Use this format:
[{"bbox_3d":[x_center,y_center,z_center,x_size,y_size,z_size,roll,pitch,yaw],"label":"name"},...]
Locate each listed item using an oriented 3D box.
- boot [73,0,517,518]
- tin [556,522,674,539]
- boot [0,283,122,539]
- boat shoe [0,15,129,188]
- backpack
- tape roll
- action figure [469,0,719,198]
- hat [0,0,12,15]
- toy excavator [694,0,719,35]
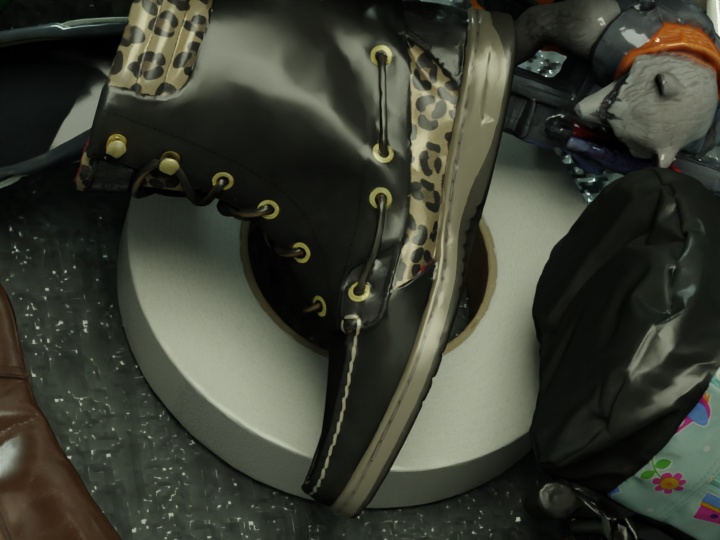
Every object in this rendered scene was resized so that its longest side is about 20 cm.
[{"bbox_3d":[-0.034,-0.020,1.093,0.150,0.073,0.200,16,89,-6],"label":"boot"},{"bbox_3d":[0.075,0.162,1.109,0.200,0.042,0.112,-16,69,-22],"label":"tin"},{"bbox_3d":[-0.185,0.091,1.078,0.186,0.064,0.200,-19,70,-20],"label":"boot"},{"bbox_3d":[-0.160,-0.057,1.145,0.200,0.062,0.075,-11,81,-3],"label":"boat shoe"},{"bbox_3d":[0.169,0.058,1.104,0.200,0.127,0.167,30,39,-15],"label":"backpack"},{"bbox_3d":[0.000,0.000,1.187,0.202,0.037,0.203,6,58,-9],"label":"tape roll"},{"bbox_3d":[0.082,-0.107,1.199,0.200,0.105,0.194,13,26,-30],"label":"action figure"},{"bbox_3d":[-0.163,-0.102,1.180,0.176,0.200,0.166,51,28,-18],"label":"hat"},{"bbox_3d":[0.207,-0.051,1.241,0.200,0.100,0.195,26,55,13],"label":"toy excavator"}]
